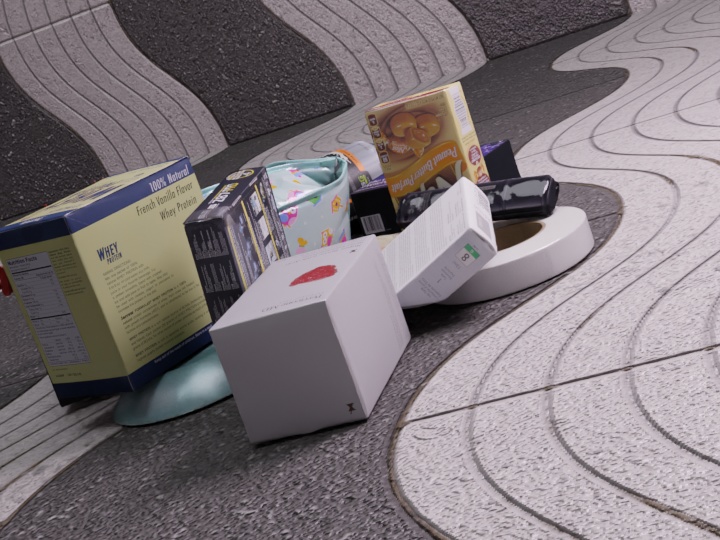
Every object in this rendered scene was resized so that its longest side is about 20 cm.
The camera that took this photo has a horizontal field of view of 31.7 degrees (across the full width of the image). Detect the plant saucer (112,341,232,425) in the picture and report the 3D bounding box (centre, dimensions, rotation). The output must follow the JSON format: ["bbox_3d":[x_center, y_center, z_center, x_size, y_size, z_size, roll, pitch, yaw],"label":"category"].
[{"bbox_3d":[-0.188,0.109,1.409,0.200,0.039,0.201,-19,13,4],"label":"plant saucer"}]

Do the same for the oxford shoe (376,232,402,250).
[{"bbox_3d":[0.000,0.000,1.510,0.199,0.071,0.074,-13,14,-18],"label":"oxford shoe"}]

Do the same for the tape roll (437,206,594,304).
[{"bbox_3d":[0.162,-0.019,1.418,0.202,0.037,0.203,-20,13,5],"label":"tape roll"}]

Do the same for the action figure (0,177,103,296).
[{"bbox_3d":[-0.355,-0.044,1.470,0.065,0.099,0.200,-3,14,38],"label":"action figure"}]

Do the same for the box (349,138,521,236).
[{"bbox_3d":[0.108,-0.114,1.798,0.199,0.079,0.141,-10,14,37],"label":"box"}]

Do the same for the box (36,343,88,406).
[{"bbox_3d":[-0.354,0.067,1.567,0.079,0.142,0.200,-22,13,-6],"label":"box"}]

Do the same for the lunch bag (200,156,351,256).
[{"bbox_3d":[-0.091,-0.037,1.543,0.200,0.171,0.122,-27,36,-36],"label":"lunch bag"}]

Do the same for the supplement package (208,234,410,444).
[{"bbox_3d":[-0.042,0.061,1.209,0.121,0.120,0.200,-15,14,18],"label":"supplement package"}]

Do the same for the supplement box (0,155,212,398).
[{"bbox_3d":[-0.264,0.006,1.410,0.134,0.200,0.200,-9,17,39],"label":"supplement box"}]

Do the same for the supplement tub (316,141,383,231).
[{"bbox_3d":[-0.054,-0.106,1.898,0.200,0.123,0.122,-28,15,-28],"label":"supplement tub"}]

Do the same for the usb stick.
[{"bbox_3d":[0.136,-0.078,1.486,0.199,0.033,0.056,-6,51,29],"label":"usb stick"}]

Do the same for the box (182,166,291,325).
[{"bbox_3d":[-0.112,0.011,1.313,0.049,0.201,0.161,-9,21,14],"label":"box"}]

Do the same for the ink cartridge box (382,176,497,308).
[{"bbox_3d":[0.058,0.001,1.368,0.200,0.050,0.161,-44,15,18],"label":"ink cartridge box"}]

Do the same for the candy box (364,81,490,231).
[{"bbox_3d":[0.092,-0.119,1.557,0.115,0.201,0.055,-12,12,31],"label":"candy box"}]
